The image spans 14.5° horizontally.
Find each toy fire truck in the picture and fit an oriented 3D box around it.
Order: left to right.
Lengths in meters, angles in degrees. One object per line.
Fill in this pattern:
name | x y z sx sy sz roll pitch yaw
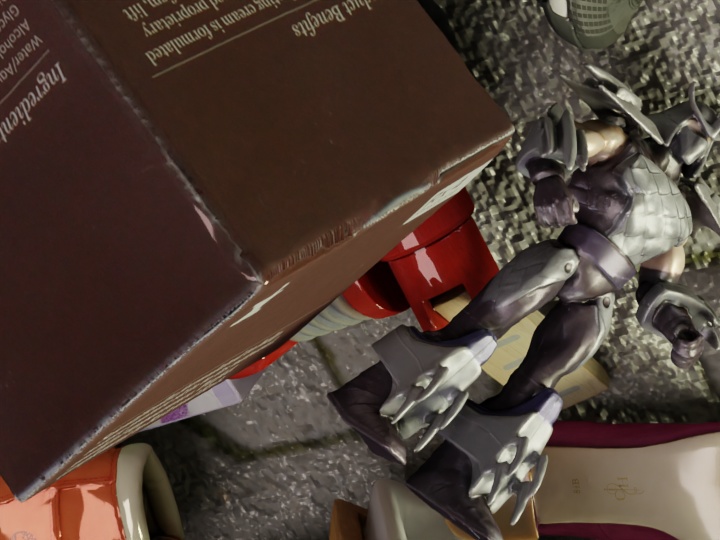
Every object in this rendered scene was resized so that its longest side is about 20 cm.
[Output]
toy fire truck | 0.000 0.000 1.185 0.176 0.129 0.200 -22 101 38

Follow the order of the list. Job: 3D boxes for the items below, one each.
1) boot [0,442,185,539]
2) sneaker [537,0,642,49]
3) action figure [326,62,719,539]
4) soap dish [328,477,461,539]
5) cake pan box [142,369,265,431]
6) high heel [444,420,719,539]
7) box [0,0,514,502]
boot | -0.124 0.168 1.331 0.107 0.075 0.200 -5 116 11
sneaker | 0.120 -0.156 1.024 0.090 0.066 0.200 24 129 15
action figure | 0.083 0.007 1.101 0.130 0.200 0.069 44 171 -28
soap dish | 0.057 0.170 1.195 0.157 0.200 0.081 24 100 -8
cake pan box | -0.159 -0.009 1.298 0.184 0.052 0.200 -17 114 34
high heel | 0.134 0.088 1.223 0.199 0.096 0.068 3 102 6
box | -0.090 -0.061 1.021 0.200 0.166 0.164 54 130 5
